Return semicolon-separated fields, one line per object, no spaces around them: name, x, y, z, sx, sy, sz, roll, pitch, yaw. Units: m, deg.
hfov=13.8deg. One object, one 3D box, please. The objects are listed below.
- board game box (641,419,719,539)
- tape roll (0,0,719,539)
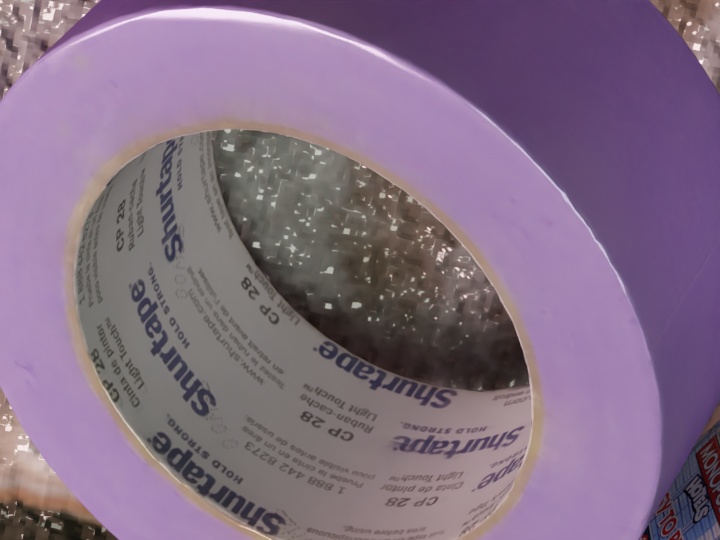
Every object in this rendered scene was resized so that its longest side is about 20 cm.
board game box;0.106;0.149;0.869;0.200;0.062;0.200;25;115;-13
tape roll;0.000;0.000;0.793;0.200;0.085;0.200;14;127;20
